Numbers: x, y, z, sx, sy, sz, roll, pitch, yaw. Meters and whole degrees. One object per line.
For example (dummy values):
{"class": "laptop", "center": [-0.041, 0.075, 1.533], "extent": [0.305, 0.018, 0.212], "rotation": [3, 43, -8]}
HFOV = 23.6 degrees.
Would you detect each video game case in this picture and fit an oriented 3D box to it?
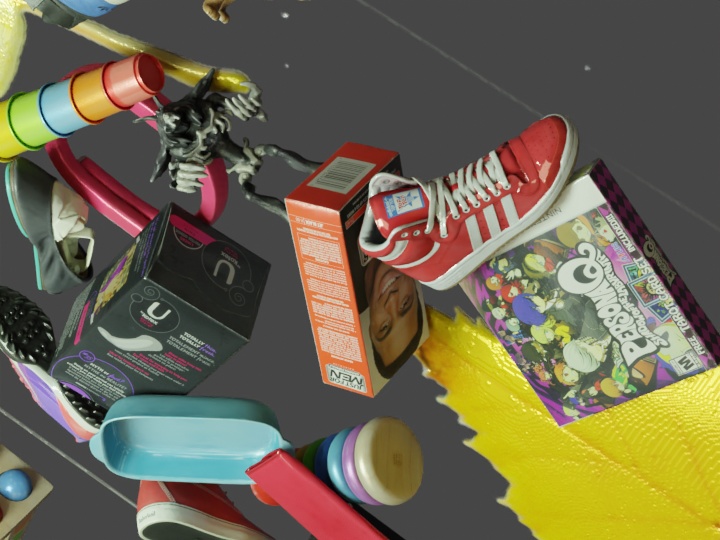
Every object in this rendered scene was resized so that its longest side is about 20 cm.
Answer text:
{"class": "video game case", "center": [0.188, 0.024, 1.472], "extent": [0.181, 0.036, 0.200], "rotation": [-26, 103, 42]}

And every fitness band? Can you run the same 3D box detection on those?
{"class": "fitness band", "center": [-0.215, -0.110, 1.640], "extent": [0.200, 0.037, 0.144], "rotation": [37, 129, 5]}

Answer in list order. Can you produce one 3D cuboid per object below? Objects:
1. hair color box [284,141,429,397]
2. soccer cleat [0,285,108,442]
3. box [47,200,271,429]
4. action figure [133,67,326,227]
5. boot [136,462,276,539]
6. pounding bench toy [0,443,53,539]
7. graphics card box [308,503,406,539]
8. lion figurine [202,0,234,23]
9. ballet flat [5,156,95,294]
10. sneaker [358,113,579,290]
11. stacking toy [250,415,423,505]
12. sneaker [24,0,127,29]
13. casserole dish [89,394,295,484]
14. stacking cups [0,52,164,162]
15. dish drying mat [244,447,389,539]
{"class": "hair color box", "center": [0.000, 0.000, 1.515], "extent": [0.061, 0.102, 0.201], "rotation": [15, 132, 31]}
{"class": "soccer cleat", "center": [-0.343, 0.104, 1.838], "extent": [0.200, 0.068, 0.073], "rotation": [47, 136, -6]}
{"class": "box", "center": [-0.195, 0.046, 1.658], "extent": [0.122, 0.106, 0.200], "rotation": [33, 135, -20]}
{"class": "action figure", "center": [-0.116, -0.110, 1.525], "extent": [0.199, 0.119, 0.102], "rotation": [28, 174, 8]}
{"class": "boot", "center": [-0.156, 0.230, 1.802], "extent": [0.072, 0.145, 0.200], "rotation": [-27, 140, 26]}
{"class": "pounding bench toy", "center": [-0.481, 0.257, 1.980], "extent": [0.200, 0.124, 0.156], "rotation": [37, 131, 6]}
{"class": "graphics card box", "center": [0.028, 0.333, 1.763], "extent": [0.200, 0.051, 0.126], "rotation": [37, 132, 7]}
{"class": "lion figurine", "center": [-0.110, -0.286, 1.432], "extent": [0.200, 0.072, 0.123], "rotation": [45, 99, 8]}
{"class": "ballet flat", "center": [-0.296, -0.045, 1.685], "extent": [0.073, 0.073, 0.200], "rotation": [24, 150, 17]}
{"class": "sneaker", "center": [0.082, -0.066, 1.412], "extent": [0.112, 0.071, 0.200], "rotation": [20, 127, -36]}
{"class": "stacking toy", "center": [-0.034, 0.201, 1.701], "extent": [0.200, 0.085, 0.086], "rotation": [-18, 109, 43]}
{"class": "sneaker", "center": [-0.292, -0.308, 1.529], "extent": [0.111, 0.077, 0.200], "rotation": [-24, 111, 30]}
{"class": "casserole dish", "center": [-0.162, 0.162, 1.677], "extent": [0.199, 0.039, 0.121], "rotation": [3, 143, 0]}
{"class": "stacking cups", "center": [-0.264, -0.156, 1.591], "extent": [0.199, 0.061, 0.061], "rotation": [-17, 109, 30]}
{"class": "dish drying mat", "center": [-0.021, 0.247, 1.672], "extent": [0.200, 0.018, 0.077], "rotation": [43, 144, -9]}
